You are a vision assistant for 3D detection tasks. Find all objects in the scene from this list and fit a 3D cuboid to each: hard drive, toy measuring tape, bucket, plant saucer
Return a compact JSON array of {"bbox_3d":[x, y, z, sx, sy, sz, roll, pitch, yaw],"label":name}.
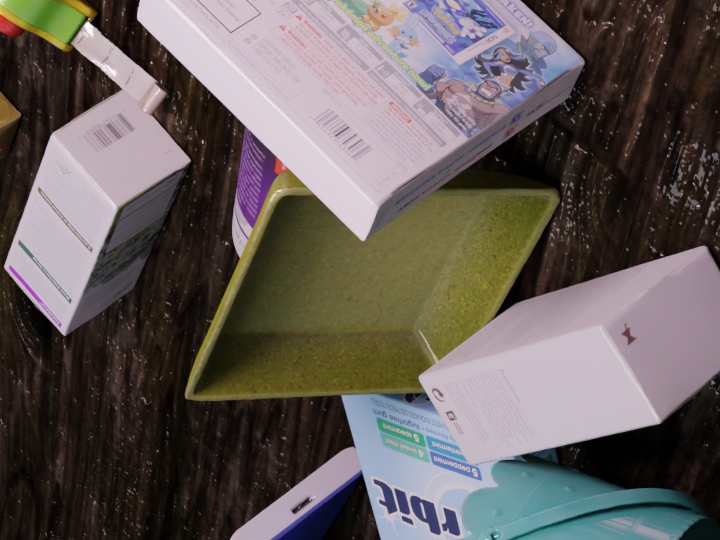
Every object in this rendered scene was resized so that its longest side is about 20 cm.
[{"bbox_3d":[-0.072,0.222,1.935,0.025,0.132,0.200,47,146,12],"label":"hard drive"},{"bbox_3d":[-0.223,-0.183,1.821,0.200,0.074,0.074,43,145,23],"label":"toy measuring tape"},{"bbox_3d":[0.140,0.223,1.597,0.135,0.207,0.207,14,131,25],"label":"bucket"},{"bbox_3d":[0.000,0.000,1.598,0.200,0.200,0.048,-63,37,42],"label":"plant saucer"}]

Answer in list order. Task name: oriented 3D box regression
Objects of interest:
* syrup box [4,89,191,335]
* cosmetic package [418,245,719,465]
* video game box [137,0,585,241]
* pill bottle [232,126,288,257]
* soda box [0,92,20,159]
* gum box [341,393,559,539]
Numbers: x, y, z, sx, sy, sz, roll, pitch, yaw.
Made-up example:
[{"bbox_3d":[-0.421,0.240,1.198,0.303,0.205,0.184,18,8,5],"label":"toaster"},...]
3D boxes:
[{"bbox_3d":[-0.204,-0.042,1.919,0.081,0.079,0.200,48,147,11],"label":"syrup box"},{"bbox_3d":[0.138,0.055,1.550,0.071,0.101,0.200,59,148,-7],"label":"cosmetic package"},{"bbox_3d":[0.000,-0.137,1.481,0.200,0.182,0.047,45,150,16],"label":"video game box"},{"bbox_3d":[-0.020,-0.084,1.617,0.111,0.111,0.200,39,144,23],"label":"pill bottle"},{"bbox_3d":[-0.365,-0.165,2.026,0.200,0.068,0.064,48,146,11],"label":"soda box"},{"bbox_3d":[0.076,0.169,1.781,0.170,0.045,0.200,17,132,43],"label":"gum box"}]
